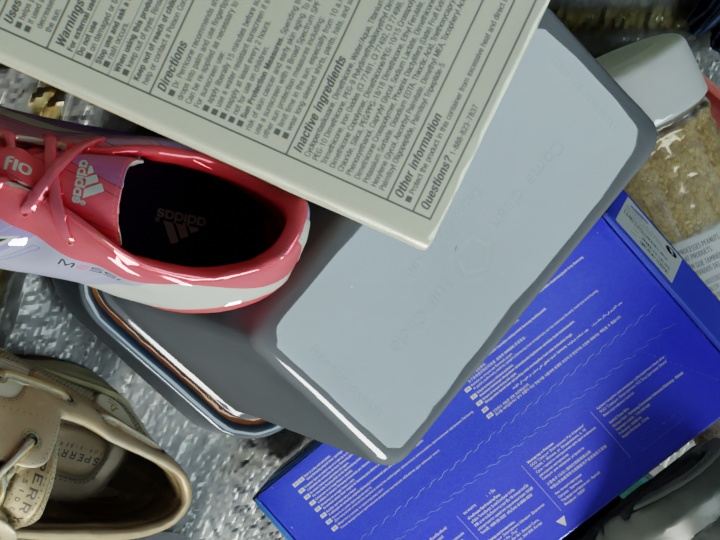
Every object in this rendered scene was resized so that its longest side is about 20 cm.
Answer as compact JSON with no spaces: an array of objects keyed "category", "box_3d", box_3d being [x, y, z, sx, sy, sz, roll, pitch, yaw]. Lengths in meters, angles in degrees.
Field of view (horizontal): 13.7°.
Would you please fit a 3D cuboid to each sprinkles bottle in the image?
[{"category":"sprinkles bottle","box_3d":[0.142,0.004,1.246,0.068,0.068,0.200,-32,102,-32]}]

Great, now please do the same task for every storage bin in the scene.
[{"category":"storage bin","box_3d":[0.001,-0.033,1.077,0.146,0.134,0.200,44,80,-29]}]

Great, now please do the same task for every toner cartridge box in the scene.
[{"category":"toner cartridge box","box_3d":[0.060,0.065,1.227,0.200,0.095,0.043,-39,-178,22]}]

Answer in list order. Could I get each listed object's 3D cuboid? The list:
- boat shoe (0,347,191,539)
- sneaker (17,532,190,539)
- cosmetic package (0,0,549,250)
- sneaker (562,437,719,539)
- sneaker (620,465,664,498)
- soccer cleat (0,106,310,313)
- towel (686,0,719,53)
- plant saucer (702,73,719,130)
[{"category":"boat shoe","box_3d":[-0.135,0.062,1.075,0.200,0.065,0.071,9,110,-54]},{"category":"sneaker","box_3d":[-0.111,0.149,1.163,0.200,0.085,0.073,-8,126,-47]},{"category":"cosmetic package","box_3d":[-0.050,-0.096,0.942,0.200,0.071,0.105,25,99,-14]},{"category":"sneaker","box_3d":[0.115,0.132,1.227,0.075,0.079,0.200,-39,180,-24]},{"category":"sneaker","box_3d":[0.057,0.150,1.351,0.200,0.080,0.078,-32,150,8]},{"category":"soccer cleat","box_3d":[-0.113,-0.027,0.952,0.200,0.076,0.067,12,76,-18]},{"category":"towel","box_3d":[0.208,-0.168,1.278,0.112,0.049,0.200,-42,166,-26]},{"category":"plant saucer","box_3d":[0.107,0.004,1.360,0.200,0.037,0.200,-58,147,1]}]
